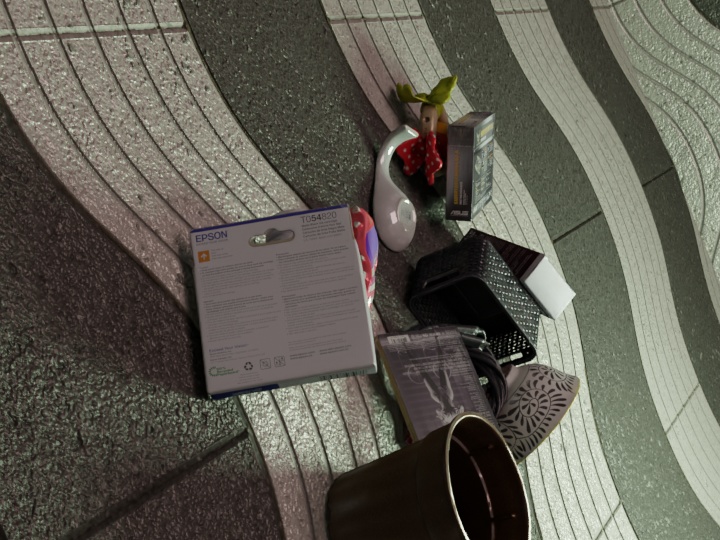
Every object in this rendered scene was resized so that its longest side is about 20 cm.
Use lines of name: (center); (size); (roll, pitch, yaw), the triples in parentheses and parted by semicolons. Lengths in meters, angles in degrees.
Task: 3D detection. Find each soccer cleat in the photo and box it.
soccer cleat: (0.000, 0.000, 1.689); (0.076, 0.066, 0.202); (44, 35, -44)

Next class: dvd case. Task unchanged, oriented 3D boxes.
dvd case: (0.113, 0.175, 1.675); (0.148, 0.016, 0.201); (-4, 61, -36)

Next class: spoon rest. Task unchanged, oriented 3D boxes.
spoon rest: (0.053, -0.126, 1.882); (0.099, 0.060, 0.202); (27, 62, -48)

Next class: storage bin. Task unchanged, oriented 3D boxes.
storage bin: (0.181, 0.060, 1.874); (0.200, 0.134, 0.094); (51, 34, -29)

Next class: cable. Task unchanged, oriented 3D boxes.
cable: (0.126, 0.155, 1.753); (0.198, 0.051, 0.165); (6, 66, -34)

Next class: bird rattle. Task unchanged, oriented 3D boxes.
bird rattle: (0.127, -0.228, 2.023); (0.163, 0.112, 0.202); (50, 33, -59)

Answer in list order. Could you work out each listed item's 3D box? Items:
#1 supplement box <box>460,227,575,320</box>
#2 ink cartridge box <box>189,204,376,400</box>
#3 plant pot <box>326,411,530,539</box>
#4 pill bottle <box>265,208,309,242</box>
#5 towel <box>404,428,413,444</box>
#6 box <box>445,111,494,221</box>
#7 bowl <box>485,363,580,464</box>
supplement box: (0.252, 0.004, 1.983); (0.061, 0.199, 0.109); (-50, 124, -11)
ink cartridge box: (-0.091, 0.036, 1.384); (0.041, 0.197, 0.202); (81, 0, -71)
plant pot: (0.077, 0.298, 1.478); (0.200, 0.197, 0.202); (38, 41, -43)
pill bottle: (-0.078, 0.029, 1.485); (0.111, 0.110, 0.202); (34, 44, -45)
towel: (0.116, 0.205, 1.785); (0.145, 0.022, 0.201); (44, 38, -37)
box: (0.189, -0.182, 2.048); (0.200, 0.048, 0.160); (-43, 135, -68)
bowl: (0.238, 0.208, 1.846); (0.094, 0.201, 0.201); (42, 33, -5)
